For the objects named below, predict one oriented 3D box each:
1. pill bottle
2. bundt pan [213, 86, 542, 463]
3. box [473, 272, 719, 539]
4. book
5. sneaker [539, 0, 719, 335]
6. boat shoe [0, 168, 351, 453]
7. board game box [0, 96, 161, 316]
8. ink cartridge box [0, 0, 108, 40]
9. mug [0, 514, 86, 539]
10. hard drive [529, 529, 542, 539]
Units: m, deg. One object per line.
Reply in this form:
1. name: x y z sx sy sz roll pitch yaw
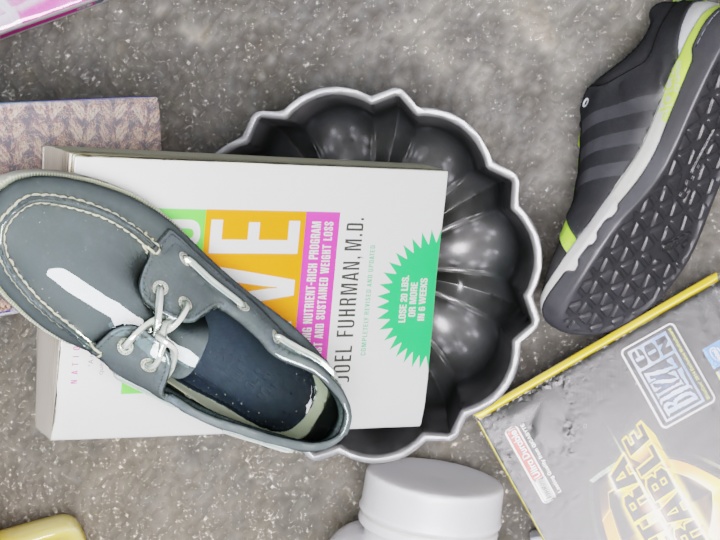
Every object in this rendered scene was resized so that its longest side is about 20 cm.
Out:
1. pill bottle: 0.027 0.211 0.850 0.108 0.109 0.202 8 98 4
2. bundt pan: 0.000 0.000 0.843 0.199 0.076 0.204 0 96 4
3. box: 0.178 0.127 0.836 0.159 0.049 0.201 -29 81 2
4. book: -0.056 0.012 0.746 0.198 0.048 0.135 0 99 -29
5. sneaker: 0.149 -0.060 0.831 0.071 0.083 0.201 29 93 -42
6. boat shoe: -0.080 0.021 0.671 0.200 0.062 0.073 38 82 -32
7. board game box: -0.225 -0.034 0.778 0.198 0.159 0.098 2 98 34
8. ink cartridge box: -0.232 -0.167 0.841 0.198 0.037 0.096 -21 96 -6
9. mug: -0.254 0.214 0.861 0.184 0.149 0.155 -4 105 12
10. hard drive: 0.209 0.188 0.874 0.198 0.026 0.133 -16 95 7
